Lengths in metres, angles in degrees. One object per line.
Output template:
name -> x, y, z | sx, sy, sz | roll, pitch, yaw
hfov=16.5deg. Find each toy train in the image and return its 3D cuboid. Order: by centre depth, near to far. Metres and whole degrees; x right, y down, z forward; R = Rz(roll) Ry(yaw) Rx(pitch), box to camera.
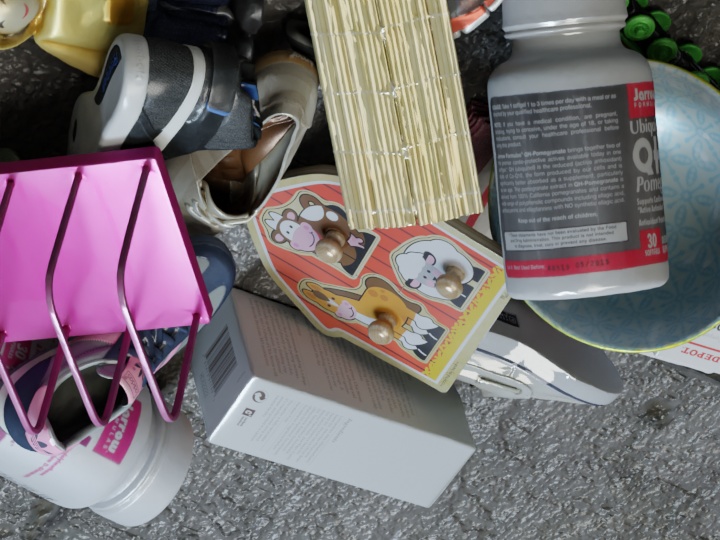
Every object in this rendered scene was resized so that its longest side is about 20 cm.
toy train -> 0.189, -0.159, 1.730 | 0.056, 0.042, 0.200 | -31, 132, 25

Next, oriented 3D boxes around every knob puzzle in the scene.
knob puzzle -> 0.000, 0.000, 1.746 | 0.218, 0.031, 0.220 | 19, 143, 15

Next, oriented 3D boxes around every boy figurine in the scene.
boy figurine -> -0.164, -0.175, 1.594 | 0.198, 0.065, 0.125 | 3, 131, -23

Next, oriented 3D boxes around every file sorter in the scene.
file sorter -> -0.214, 0.023, 1.581 | 0.198, 0.126, 0.140 | -5, 130, 13

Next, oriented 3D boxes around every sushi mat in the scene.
sushi mat -> 0.020, -0.122, 1.631 | 0.095, 0.012, 0.201 | -6, 113, 12

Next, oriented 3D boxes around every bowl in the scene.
bowl -> 0.196, -0.048, 1.735 | 0.200, 0.201, 0.108 | -38, 174, 16

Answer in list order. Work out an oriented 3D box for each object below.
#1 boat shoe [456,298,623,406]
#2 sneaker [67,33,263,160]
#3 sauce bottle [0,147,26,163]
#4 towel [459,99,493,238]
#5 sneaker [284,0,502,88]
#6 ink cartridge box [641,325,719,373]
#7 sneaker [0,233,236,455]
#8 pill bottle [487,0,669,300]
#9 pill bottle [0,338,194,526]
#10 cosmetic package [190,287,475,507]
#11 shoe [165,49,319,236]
boat shoe -> 0.105, 0.066, 1.873 | 0.199, 0.072, 0.066 | 20, 126, -29
sneaker -> -0.124, -0.089, 1.622 | 0.111, 0.074, 0.200 | 5, 162, -18
sauce bottle -> -0.194, -0.006, 1.725 | 0.065, 0.065, 0.200 | -36, 128, 15
towel -> 0.130, -0.039, 1.824 | 0.199, 0.023, 0.144 | 15, 124, -27
sneaker -> 0.032, -0.191, 1.634 | 0.200, 0.077, 0.082 | -41, 122, 17
ink cartridge box -> 0.287, 0.015, 1.885 | 0.114, 0.068, 0.201 | 15, 123, -27
sneaker -> -0.152, 0.056, 1.683 | 0.200, 0.082, 0.070 | -42, 121, -13
pill bottle -> 0.141, -0.085, 1.635 | 0.110, 0.111, 0.202 | -6, 94, -11
pill bottle -> -0.221, 0.101, 1.775 | 0.113, 0.114, 0.199 | -42, 129, 19
cosmetic package -> -0.022, 0.095, 1.839 | 0.199, 0.102, 0.071 | 19, 123, -29
shoe -> -0.091, -0.070, 1.688 | 0.069, 0.054, 0.200 | 15, 138, -26
